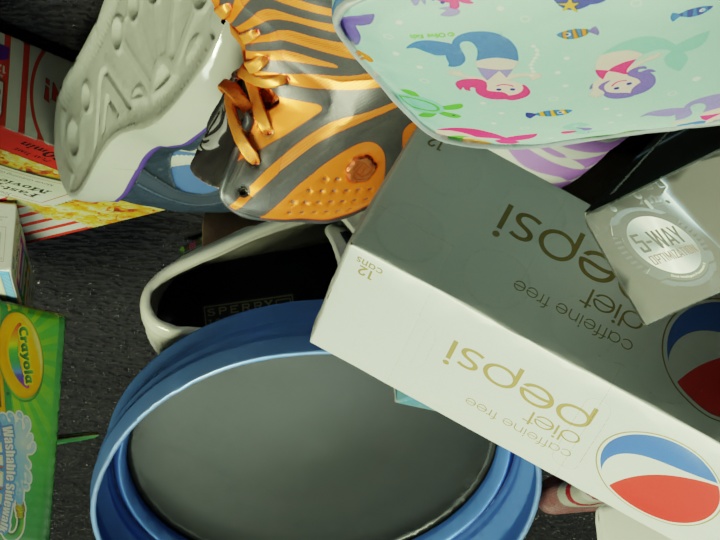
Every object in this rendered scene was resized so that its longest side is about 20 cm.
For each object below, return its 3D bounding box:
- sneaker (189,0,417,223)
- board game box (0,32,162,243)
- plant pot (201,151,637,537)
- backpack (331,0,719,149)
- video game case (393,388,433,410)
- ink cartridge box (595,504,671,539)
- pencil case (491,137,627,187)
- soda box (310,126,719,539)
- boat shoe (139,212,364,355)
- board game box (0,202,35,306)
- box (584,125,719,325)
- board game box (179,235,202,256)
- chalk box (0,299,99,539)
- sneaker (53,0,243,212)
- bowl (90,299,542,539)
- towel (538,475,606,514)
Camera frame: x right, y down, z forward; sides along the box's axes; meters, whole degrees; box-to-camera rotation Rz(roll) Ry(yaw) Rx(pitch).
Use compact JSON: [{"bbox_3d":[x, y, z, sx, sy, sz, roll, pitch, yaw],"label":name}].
[{"bbox_3d":[-0.037,-0.082,0.816,0.200,0.078,0.112,36,111,-26],"label":"sneaker"},{"bbox_3d":[-0.196,-0.055,1.098,0.199,0.047,0.151,-11,159,39],"label":"board game box"},{"bbox_3d":[0.052,0.018,1.131,0.199,0.188,0.187,-16,159,15],"label":"plant pot"},{"bbox_3d":[0.069,-0.120,0.704,0.176,0.152,0.200,-8,167,12],"label":"backpack"},{"bbox_3d":[0.144,0.031,0.938,0.199,0.046,0.181,-14,160,40],"label":"video game case"},{"bbox_3d":[0.209,0.164,1.001,0.146,0.146,0.200,-11,170,26],"label":"ink cartridge box"},{"bbox_3d":[0.087,-0.085,0.914,0.085,0.084,0.200,-17,172,-24],"label":"pencil case"},{"bbox_3d":[0.088,0.033,0.811,0.199,0.068,0.064,28,143,4],"label":"soda box"},{"bbox_3d":[0.000,0.000,1.027,0.199,0.072,0.066,-8,167,4],"label":"boat shoe"},{"bbox_3d":[-0.262,-0.003,1.140,0.198,0.034,0.135,4,164,-4],"label":"board game box"},{"bbox_3d":[0.178,-0.063,0.791,0.160,0.044,0.200,-27,-172,31],"label":"box"},{"bbox_3d":[-0.030,0.073,1.267,0.062,0.201,0.199,-30,148,32],"label":"board game box"},{"bbox_3d":[-0.223,0.079,1.128,0.199,0.125,0.124,16,160,-39],"label":"chalk box"},{"bbox_3d":[-0.032,-0.081,0.969,0.146,0.081,0.200,-2,161,-26],"label":"sneaker"},{"bbox_3d":[-0.020,0.090,1.041,0.199,0.040,0.201,-3,135,-3],"label":"bowl"},{"bbox_3d":[0.168,0.081,0.993,0.143,0.023,0.200,-4,171,-13],"label":"towel"}]
